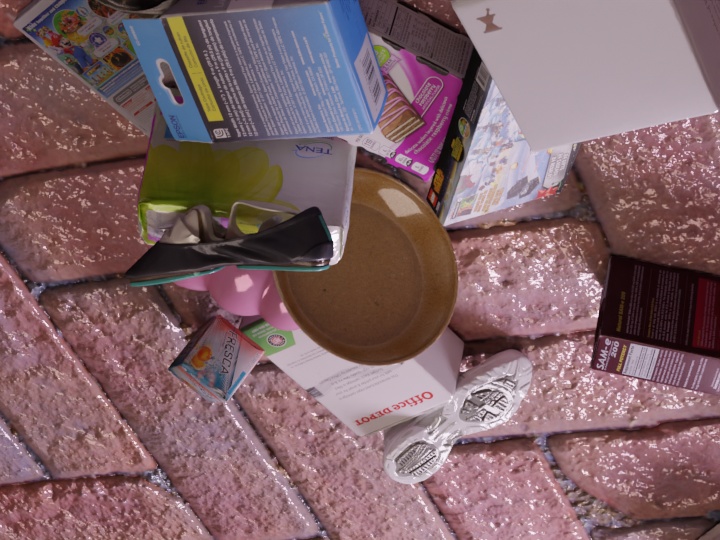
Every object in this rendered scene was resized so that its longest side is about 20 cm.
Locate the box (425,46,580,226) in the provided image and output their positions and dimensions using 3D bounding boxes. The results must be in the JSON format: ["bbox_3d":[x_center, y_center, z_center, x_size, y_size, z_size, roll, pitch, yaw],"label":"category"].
[{"bbox_3d":[0.144,-0.133,1.618,0.136,0.040,0.201,-15,146,-25],"label":"box"}]

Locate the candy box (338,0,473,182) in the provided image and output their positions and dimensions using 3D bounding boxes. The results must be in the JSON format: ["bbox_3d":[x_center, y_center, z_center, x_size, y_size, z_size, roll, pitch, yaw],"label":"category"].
[{"bbox_3d":[0.010,-0.181,1.646,0.199,0.061,0.137,26,137,-10],"label":"candy box"}]

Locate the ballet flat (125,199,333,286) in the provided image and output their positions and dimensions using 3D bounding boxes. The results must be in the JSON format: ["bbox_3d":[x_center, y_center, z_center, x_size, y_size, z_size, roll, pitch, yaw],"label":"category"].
[{"bbox_3d":[-0.120,-0.028,1.610,0.198,0.073,0.073,-5,135,17],"label":"ballet flat"}]

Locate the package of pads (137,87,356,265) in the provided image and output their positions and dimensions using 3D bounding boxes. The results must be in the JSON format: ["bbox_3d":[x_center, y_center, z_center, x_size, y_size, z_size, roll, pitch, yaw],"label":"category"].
[{"bbox_3d":[-0.105,-0.087,1.693,0.198,0.156,0.068,6,143,-1],"label":"package of pads"}]

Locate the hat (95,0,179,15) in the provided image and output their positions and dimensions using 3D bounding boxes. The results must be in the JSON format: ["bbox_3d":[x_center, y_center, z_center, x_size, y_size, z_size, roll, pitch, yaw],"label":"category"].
[{"bbox_3d":[-0.192,-0.285,1.564,0.198,0.081,0.202,4,132,4],"label":"hat"}]

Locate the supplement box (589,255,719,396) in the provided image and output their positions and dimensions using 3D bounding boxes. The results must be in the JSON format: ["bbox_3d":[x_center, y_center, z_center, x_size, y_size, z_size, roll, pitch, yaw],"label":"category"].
[{"bbox_3d":[0.334,0.061,1.777,0.198,0.109,0.061,12,140,5],"label":"supplement box"}]

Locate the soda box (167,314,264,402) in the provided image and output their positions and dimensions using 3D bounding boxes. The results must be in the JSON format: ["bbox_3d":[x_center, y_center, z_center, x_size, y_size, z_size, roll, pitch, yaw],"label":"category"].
[{"bbox_3d":[-0.156,0.096,1.917,0.063,0.069,0.200,39,170,-5],"label":"soda box"}]

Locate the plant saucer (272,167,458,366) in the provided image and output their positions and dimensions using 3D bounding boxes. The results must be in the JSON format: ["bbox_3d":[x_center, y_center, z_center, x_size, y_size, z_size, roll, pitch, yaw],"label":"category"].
[{"bbox_3d":[0.000,0.000,1.754,0.199,0.202,0.035,27,153,-14],"label":"plant saucer"}]

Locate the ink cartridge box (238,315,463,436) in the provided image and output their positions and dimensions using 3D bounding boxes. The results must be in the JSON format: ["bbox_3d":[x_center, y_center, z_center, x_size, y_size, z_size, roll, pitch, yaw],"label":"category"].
[{"bbox_3d":[-0.007,0.072,1.911,0.145,0.085,0.200,-24,125,36],"label":"ink cartridge box"}]

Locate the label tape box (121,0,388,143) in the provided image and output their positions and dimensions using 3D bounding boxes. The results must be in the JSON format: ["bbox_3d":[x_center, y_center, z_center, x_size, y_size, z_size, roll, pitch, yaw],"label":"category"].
[{"bbox_3d":[-0.090,-0.188,1.579,0.198,0.066,0.144,0,133,23],"label":"label tape box"}]

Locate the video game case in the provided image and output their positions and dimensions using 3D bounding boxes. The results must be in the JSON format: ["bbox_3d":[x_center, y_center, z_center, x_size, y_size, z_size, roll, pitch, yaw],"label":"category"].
[{"bbox_3d":[-0.214,-0.209,1.716,0.200,0.018,0.143,40,134,-25],"label":"video game case"}]

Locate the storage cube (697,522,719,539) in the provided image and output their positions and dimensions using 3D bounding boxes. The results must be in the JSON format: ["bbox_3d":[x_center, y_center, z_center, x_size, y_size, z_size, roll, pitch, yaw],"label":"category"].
[{"bbox_3d":[0.469,0.399,2.062,0.179,0.172,0.200,26,138,-11],"label":"storage cube"}]

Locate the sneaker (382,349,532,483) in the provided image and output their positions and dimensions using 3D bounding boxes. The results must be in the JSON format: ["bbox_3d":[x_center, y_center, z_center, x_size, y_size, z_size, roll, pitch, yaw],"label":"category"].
[{"bbox_3d":[0.096,0.139,1.960,0.199,0.100,0.078,-36,126,12],"label":"sneaker"}]

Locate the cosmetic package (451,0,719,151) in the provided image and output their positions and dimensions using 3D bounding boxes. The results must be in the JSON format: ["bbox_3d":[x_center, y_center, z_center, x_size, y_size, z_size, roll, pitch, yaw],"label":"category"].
[{"bbox_3d":[0.191,-0.234,1.427,0.166,0.201,0.167,-10,133,28],"label":"cosmetic package"}]

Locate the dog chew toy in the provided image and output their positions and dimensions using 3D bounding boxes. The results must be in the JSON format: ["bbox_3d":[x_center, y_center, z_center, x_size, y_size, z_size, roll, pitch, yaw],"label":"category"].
[{"bbox_3d":[-0.116,-0.014,1.793,0.199,0.125,0.125,35,140,11],"label":"dog chew toy"}]
